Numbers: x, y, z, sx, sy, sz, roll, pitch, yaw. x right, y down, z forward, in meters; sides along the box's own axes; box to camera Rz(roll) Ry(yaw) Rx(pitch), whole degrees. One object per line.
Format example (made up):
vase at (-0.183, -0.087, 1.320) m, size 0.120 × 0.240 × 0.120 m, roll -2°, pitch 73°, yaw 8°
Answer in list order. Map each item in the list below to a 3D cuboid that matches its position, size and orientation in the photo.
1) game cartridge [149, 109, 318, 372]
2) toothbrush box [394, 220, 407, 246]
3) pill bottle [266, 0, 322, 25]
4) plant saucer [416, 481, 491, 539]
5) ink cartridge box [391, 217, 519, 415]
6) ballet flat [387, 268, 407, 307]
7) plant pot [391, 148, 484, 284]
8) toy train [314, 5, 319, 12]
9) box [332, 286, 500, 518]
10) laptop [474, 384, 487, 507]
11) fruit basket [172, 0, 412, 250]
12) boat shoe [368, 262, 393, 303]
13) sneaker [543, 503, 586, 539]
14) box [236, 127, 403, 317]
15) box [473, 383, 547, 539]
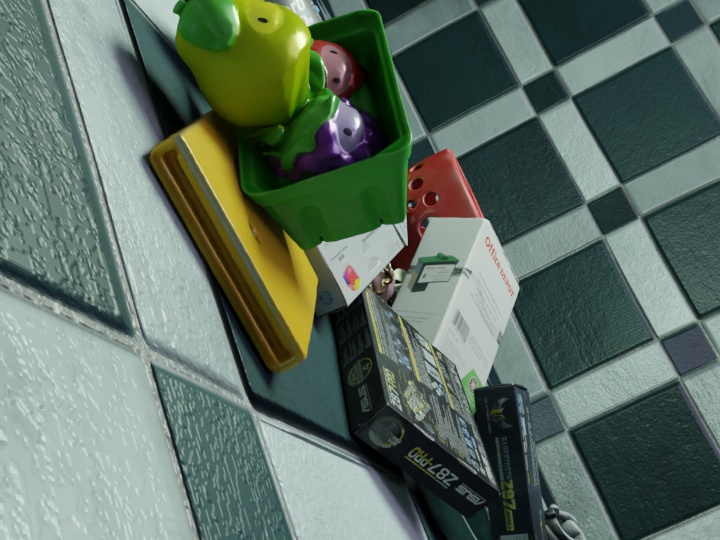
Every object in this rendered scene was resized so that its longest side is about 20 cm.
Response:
game cartridge at (-0.088, -0.033, 0.722) m, size 0.178 × 0.032 × 0.200 m, roll 62°, pitch 6°, yaw -13°
toothbrush box at (-0.004, -0.139, 1.224) m, size 0.146 × 0.085 × 0.202 m, roll 57°, pitch 26°, yaw -43°
pill bottle at (-0.110, -0.280, 1.024) m, size 0.202 × 0.115 × 0.116 m, roll 61°, pitch 9°, yaw -17°
plant saucer at (0.091, 0.225, 1.022) m, size 0.202 × 0.036 × 0.200 m, roll 62°, pitch 9°, yaw -17°
ink cartridge box at (0.112, 0.056, 1.148) m, size 0.147 × 0.083 × 0.202 m, roll 57°, pitch 47°, yaw -42°
ballet flat at (0.045, 0.034, 1.188) m, size 0.070 × 0.071 × 0.200 m, roll 63°, pitch 7°, yaw 20°
plant pot at (0.091, -0.044, 1.330) m, size 0.202 × 0.181 × 0.201 m, roll 61°, pitch 8°, yaw -14°
toy train at (-0.117, -0.437, 1.590) m, size 0.200 × 0.086 × 0.115 m, roll 51°, pitch 6°, yaw -48°
box at (0.049, 0.120, 0.905) m, size 0.161 × 0.049 × 0.201 m, roll 43°, pitch 17°, yaw -28°
laptop at (0.154, 0.193, 1.270) m, size 0.200 × 0.103 × 0.178 m, roll 49°, pitch 16°, yaw -35°
fruit basket at (-0.049, -0.145, 0.738) m, size 0.216 × 0.153 × 0.219 m, roll -15°, pitch 90°, yaw -85°
boat shoe at (0.000, 0.000, 1.026) m, size 0.070 × 0.070 × 0.202 m, roll 11°, pitch 55°, yaw -81°
sneaker at (0.269, 0.409, 1.307) m, size 0.201 × 0.113 × 0.076 m, roll 60°, pitch 9°, yaw -26°
box at (-0.042, -0.078, 0.914) m, size 0.202 × 0.041 × 0.156 m, roll 61°, pitch 31°, yaw -10°
box at (0.172, 0.231, 1.049) m, size 0.158 × 0.050 × 0.203 m, roll 34°, pitch 50°, yaw -73°
